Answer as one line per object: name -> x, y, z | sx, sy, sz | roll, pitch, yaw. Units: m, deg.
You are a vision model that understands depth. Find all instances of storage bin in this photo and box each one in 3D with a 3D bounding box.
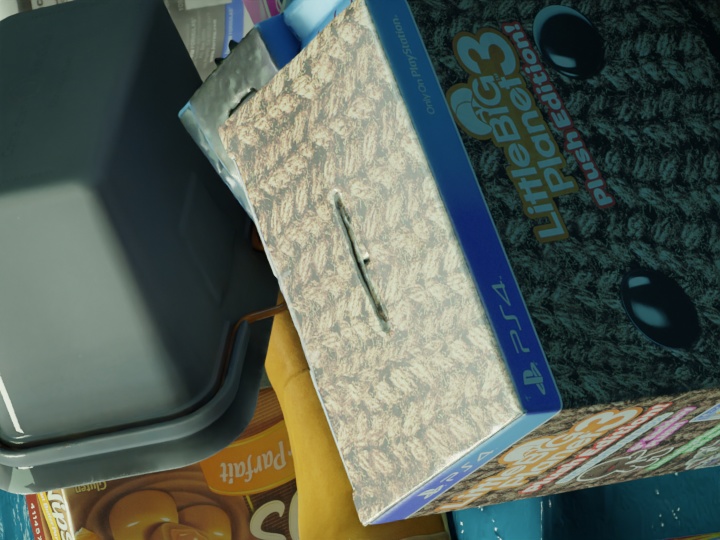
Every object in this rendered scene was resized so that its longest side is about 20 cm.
storage bin -> -0.107, -0.024, 1.224 | 0.201, 0.144, 0.135 | -81, -24, -52

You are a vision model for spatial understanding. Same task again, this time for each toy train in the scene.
toy train -> 0.020, -0.097, 1.123 | 0.087, 0.114, 0.200 | 52, 131, 6

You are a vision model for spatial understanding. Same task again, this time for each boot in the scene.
boot -> -0.017, 0.070, 1.265 | 0.201, 0.070, 0.145 | 4, -119, -85

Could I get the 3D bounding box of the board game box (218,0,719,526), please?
board game box -> 0.074, -0.010, 1.031 | 0.097, 0.199, 0.160 | -38, 66, 45

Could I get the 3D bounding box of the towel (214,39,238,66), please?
towel -> 0.000, 0.000, 1.295 | 0.147, 0.022, 0.200 | 58, 178, 39

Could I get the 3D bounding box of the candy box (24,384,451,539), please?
candy box -> -0.057, 0.118, 1.364 | 0.055, 0.199, 0.116 | -14, 88, 61

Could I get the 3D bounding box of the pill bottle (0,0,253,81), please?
pill bottle -> -0.162, -0.138, 1.475 | 0.114, 0.199, 0.115 | 35, 131, 55

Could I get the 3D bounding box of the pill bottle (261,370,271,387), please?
pill bottle -> -0.077, 0.064, 1.461 | 0.112, 0.111, 0.202 | 147, 116, -62

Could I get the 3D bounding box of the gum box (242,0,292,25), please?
gum box -> 0.001, -0.134, 1.296 | 0.201, 0.066, 0.114 | 62, 151, 30

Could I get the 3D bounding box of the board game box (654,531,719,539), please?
board game box -> 0.044, 0.160, 1.183 | 0.200, 0.195, 0.056 | -19, 82, 63
